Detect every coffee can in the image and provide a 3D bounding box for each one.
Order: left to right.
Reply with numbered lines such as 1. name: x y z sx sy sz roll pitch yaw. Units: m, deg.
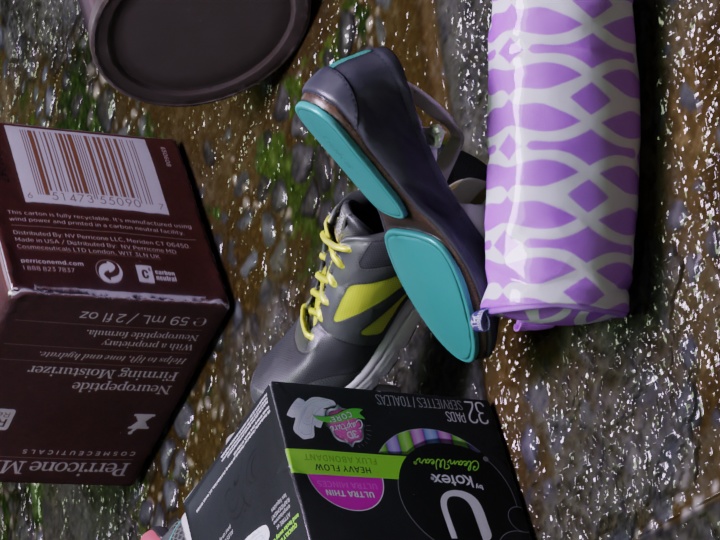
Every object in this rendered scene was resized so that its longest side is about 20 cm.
1. coffee can: -0.128 -0.229 1.870 0.147 0.146 0.200 -60 37 39

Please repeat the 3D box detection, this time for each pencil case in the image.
1. pencil case: 0.105 -0.065 1.488 0.085 0.084 0.201 139 135 -83

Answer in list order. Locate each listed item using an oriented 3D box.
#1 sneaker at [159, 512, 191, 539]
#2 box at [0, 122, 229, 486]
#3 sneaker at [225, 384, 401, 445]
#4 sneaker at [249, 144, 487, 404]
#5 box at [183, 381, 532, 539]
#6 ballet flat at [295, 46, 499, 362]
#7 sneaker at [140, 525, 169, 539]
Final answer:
1. sneaker: -0.100 0.233 1.784 0.091 0.078 0.200 -38 33 16
2. box: -0.215 0.025 1.975 0.200 0.165 0.165 -60 38 39
3. sneaker: -0.025 0.138 1.702 0.200 0.073 0.119 140 131 -61
4. sneaker: 0.000 0.000 1.597 0.200 0.085 0.075 -45 35 13
5. box: 0.009 0.180 1.551 0.124 0.148 0.201 -54 41 42
6. ballet flat: 0.038 -0.039 1.502 0.073 0.200 0.073 -22 34 16
7. sneaker: -0.141 0.264 1.866 0.074 0.086 0.201 103 160 -65
